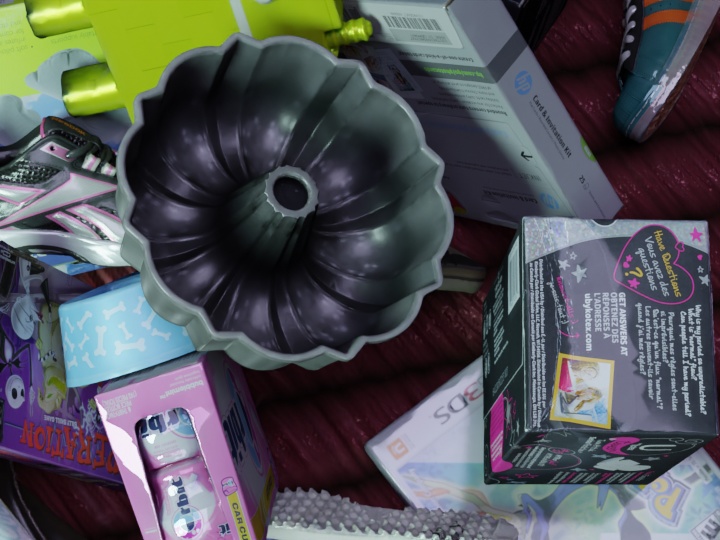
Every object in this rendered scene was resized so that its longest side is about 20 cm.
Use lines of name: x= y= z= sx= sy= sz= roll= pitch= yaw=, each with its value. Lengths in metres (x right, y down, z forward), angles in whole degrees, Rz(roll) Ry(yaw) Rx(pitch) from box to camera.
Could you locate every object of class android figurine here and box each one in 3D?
android figurine: x=-0.094 y=-0.147 z=1.034 sx=0.199 sy=0.182 sz=0.041 roll=-8 pitch=40 yaw=10

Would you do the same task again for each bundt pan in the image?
bundt pan: x=-0.052 y=-0.032 z=0.989 sx=0.201 sy=0.076 sz=0.203 roll=8 pitch=67 yaw=-20

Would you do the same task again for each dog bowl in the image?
dog bowl: x=-0.116 y=0.020 z=1.074 sx=0.111 sy=0.200 sz=0.050 roll=-16 pitch=96 yaw=22

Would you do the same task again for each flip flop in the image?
flip flop: x=0.000 y=0.000 z=1.114 sx=0.081 sy=0.200 sz=0.058 roll=40 pitch=111 yaw=40

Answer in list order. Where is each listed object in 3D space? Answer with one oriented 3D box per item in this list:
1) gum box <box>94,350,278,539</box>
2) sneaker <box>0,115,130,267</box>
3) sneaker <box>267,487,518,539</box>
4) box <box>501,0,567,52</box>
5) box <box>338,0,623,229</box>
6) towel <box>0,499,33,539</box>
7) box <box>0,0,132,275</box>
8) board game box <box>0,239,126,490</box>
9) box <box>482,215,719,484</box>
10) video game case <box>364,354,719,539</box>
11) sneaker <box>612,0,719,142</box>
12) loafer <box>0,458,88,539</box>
gum box: x=-0.100 y=0.105 z=1.034 sx=0.066 sy=0.200 sz=0.114 roll=-18 pitch=95 yaw=1
sneaker: x=-0.174 y=-0.053 z=1.068 sx=0.199 sy=0.080 sz=0.087 roll=-3 pitch=110 yaw=-9
sneaker: x=-0.002 y=0.201 z=1.097 sx=0.199 sy=0.070 sz=0.100 roll=6 pitch=102 yaw=13
box: x=0.091 y=-0.191 z=1.130 sx=0.079 sy=0.200 sz=0.141 roll=29 pitch=69 yaw=6
box: x=0.061 y=-0.108 z=1.088 sx=0.041 sy=0.156 sz=0.200 roll=-48 pitch=124 yaw=-20
towel: x=-0.241 y=0.200 z=1.030 sx=0.171 sy=0.200 sz=0.048 roll=48 pitch=48 yaw=10
box: x=-0.192 y=-0.084 z=1.122 sx=0.121 sy=0.048 sz=0.201 roll=-13 pitch=113 yaw=-5
board game box: x=-0.187 y=0.064 z=1.063 sx=0.032 sy=0.200 sz=0.121 roll=0 pitch=76 yaw=22
box: x=0.142 y=0.054 z=1.051 sx=0.114 sy=0.200 sz=0.133 roll=2 pitch=74 yaw=-3
video game case: x=0.133 y=0.142 z=1.141 sx=0.182 sy=0.022 sz=0.200 roll=-36 pitch=79 yaw=-10
sneaker: x=0.210 y=-0.184 z=1.212 sx=0.080 sy=0.071 sz=0.200 roll=24 pitch=70 yaw=9
loafer: x=-0.186 y=0.199 z=1.095 sx=0.071 sy=0.073 sz=0.200 roll=-28 pitch=86 yaw=-15
